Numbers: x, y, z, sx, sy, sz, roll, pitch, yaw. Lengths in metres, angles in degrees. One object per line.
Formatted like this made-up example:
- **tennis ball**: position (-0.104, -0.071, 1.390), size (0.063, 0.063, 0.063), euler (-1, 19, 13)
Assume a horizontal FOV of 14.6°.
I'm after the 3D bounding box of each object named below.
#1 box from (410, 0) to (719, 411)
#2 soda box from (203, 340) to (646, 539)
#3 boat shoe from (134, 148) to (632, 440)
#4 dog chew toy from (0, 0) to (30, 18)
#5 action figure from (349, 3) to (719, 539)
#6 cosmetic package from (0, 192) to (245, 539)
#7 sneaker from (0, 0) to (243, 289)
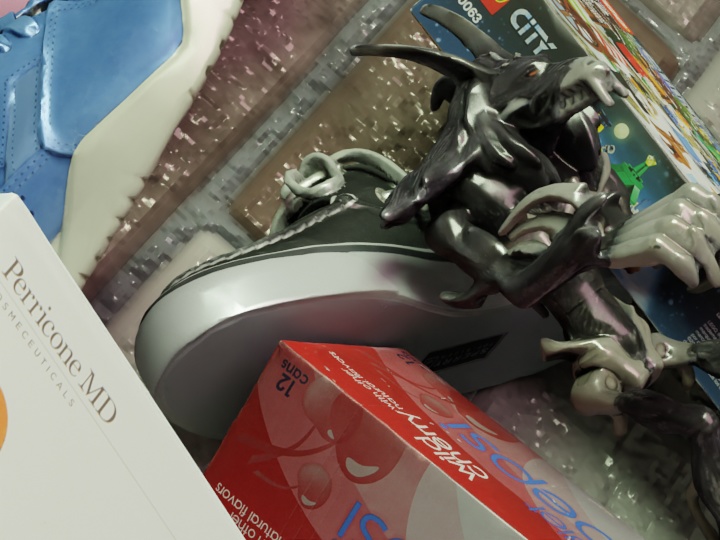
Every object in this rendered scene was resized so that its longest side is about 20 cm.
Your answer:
- **box**: position (0.105, -0.015, 0.908), size (0.200, 0.038, 0.137), euler (53, 14, 8)
- **soda box**: position (0.048, 0.099, 0.744), size (0.200, 0.064, 0.070), euler (37, 16, 28)
- **boat shoe**: position (0.002, -0.002, 0.841), size (0.199, 0.074, 0.068), euler (-11, 59, -44)
- **dog chew toy**: position (-0.075, -0.121, 0.843), size (0.124, 0.125, 0.200), euler (38, 51, -7)
- **action figure**: position (0.084, 0.000, 0.787), size (0.200, 0.102, 0.119), euler (57, 38, -1)
- **cosmetic package**: position (-0.081, 0.107, 0.607), size (0.151, 0.052, 0.200), euler (-53, 123, -37)
- **sneaker**: position (-0.110, -0.044, 0.732), size (0.111, 0.077, 0.200), euler (30, 88, -10)
